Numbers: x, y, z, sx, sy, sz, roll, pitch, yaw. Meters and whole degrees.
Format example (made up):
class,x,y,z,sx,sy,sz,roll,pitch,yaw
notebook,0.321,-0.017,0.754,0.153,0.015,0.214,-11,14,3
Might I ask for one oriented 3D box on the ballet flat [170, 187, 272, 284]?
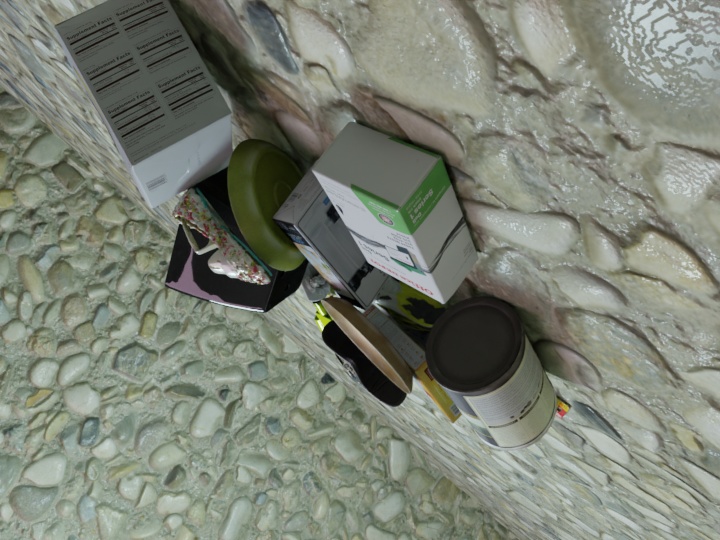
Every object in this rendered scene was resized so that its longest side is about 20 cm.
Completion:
class,x,y,z,sx,sy,sz,roll,pitch,yaw
ballet flat,-0.205,-0.037,0.969,0.200,0.064,0.076,46,171,24

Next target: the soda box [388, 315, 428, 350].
class,x,y,z,sx,sy,sz,roll,pitch,yaw
soda box,0.086,0.097,1.249,0.198,0.069,0.064,21,159,50

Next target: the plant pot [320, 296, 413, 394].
class,x,y,z,sx,sy,sz,roll,pitch,yaw
plant pot,0.015,0.110,1.040,0.200,0.027,0.200,45,171,9

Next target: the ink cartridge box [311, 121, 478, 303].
class,x,y,z,sx,sy,sz,roll,pitch,yaw
ink cartridge box,0.048,-0.066,0.815,0.144,0.085,0.201,29,162,37

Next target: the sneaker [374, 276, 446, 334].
class,x,y,z,sx,sy,sz,roll,pitch,yaw
sneaker,0.055,0.050,1.150,0.198,0.075,0.085,34,156,20

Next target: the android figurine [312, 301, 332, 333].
class,x,y,z,sx,sy,sz,roll,pitch,yaw
android figurine,-0.037,0.148,1.522,0.180,0.041,0.203,19,143,54

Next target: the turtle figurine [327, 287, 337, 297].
class,x,y,z,sx,sy,sz,roll,pitch,yaw
turtle figurine,-0.012,0.070,1.404,0.163,0.064,0.200,55,-174,23

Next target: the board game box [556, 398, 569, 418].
class,x,y,z,sx,sy,sz,roll,pitch,yaw
board game box,0.271,0.199,1.181,0.197,0.030,0.096,32,165,19

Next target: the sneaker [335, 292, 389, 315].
class,x,y,z,sx,sy,sz,roll,pitch,yaw
sneaker,0.000,0.000,1.221,0.116,0.074,0.204,-16,109,27

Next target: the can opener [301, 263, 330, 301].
class,x,y,z,sx,sy,sz,roll,pitch,yaw
can opener,-0.114,-0.036,1.230,0.066,0.052,0.205,-9,105,60

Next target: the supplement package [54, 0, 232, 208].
class,x,y,z,sx,sy,sz,roll,pitch,yaw
supplement package,-0.281,-0.228,0.908,0.203,0.145,0.191,59,166,4

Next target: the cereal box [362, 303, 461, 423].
class,x,y,z,sx,sy,sz,roll,pitch,yaw
cereal box,0.085,0.151,1.122,0.145,0.039,0.200,53,173,-33

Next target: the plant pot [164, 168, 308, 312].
class,x,y,z,sx,sy,sz,roll,pitch,yaw
plant pot,-0.182,-0.045,1.121,0.175,0.204,0.199,28,-155,12

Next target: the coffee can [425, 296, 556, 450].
class,x,y,z,sx,sy,sz,roll,pitch,yaw
coffee can,0.197,0.156,0.988,0.145,0.147,0.201,25,160,43

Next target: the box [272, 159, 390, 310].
class,x,y,z,sx,sy,sz,roll,pitch,yaw
box,-0.026,-0.050,0.996,0.059,0.118,0.201,17,153,48

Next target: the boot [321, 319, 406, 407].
class,x,y,z,sx,sy,sz,roll,pitch,yaw
boot,0.014,0.185,1.274,0.199,0.074,0.151,39,170,17

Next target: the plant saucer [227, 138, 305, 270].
class,x,y,z,sx,sy,sz,roll,pitch,yaw
plant saucer,-0.121,-0.102,0.998,0.030,0.204,0.201,-15,134,28
